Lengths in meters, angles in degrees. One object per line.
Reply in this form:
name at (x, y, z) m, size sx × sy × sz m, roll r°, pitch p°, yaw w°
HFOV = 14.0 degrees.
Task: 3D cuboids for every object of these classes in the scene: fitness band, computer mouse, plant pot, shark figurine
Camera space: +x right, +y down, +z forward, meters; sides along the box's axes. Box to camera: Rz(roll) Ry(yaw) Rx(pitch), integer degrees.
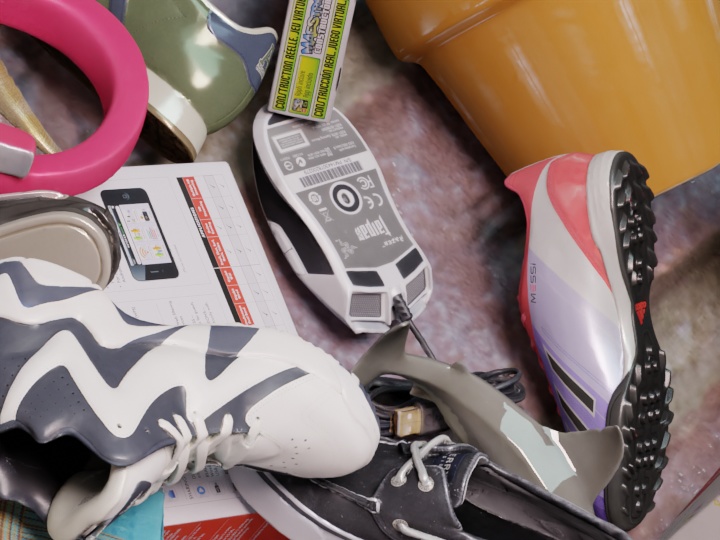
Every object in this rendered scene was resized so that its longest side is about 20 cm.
fitness band at (-0.197, -0.101, 1.389) m, size 0.199 × 0.037 × 0.144 m, roll 19°, pitch 39°, yaw -10°
computer mouse at (0.000, 0.000, 1.535) m, size 0.109 × 0.044 × 0.200 m, roll -17°, pitch 72°, yaw -40°
plant pot at (0.126, -0.125, 1.621) m, size 0.200 × 0.200 × 0.184 m, roll -26°, pitch 90°, yaw -43°
shark figurine at (0.081, 0.086, 1.464) m, size 0.215 × 0.089 × 0.128 m, roll 53°, pitch 37°, yaw -17°

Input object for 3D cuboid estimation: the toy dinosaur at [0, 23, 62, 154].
toy dinosaur at (-0.214, -0.120, 1.450) m, size 0.101 × 0.058 × 0.200 m, roll -19°, pitch 54°, yaw -23°

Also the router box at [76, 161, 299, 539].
router box at (-0.115, 0.045, 1.419) m, size 0.179 × 0.049 × 0.200 m, roll -4°, pitch 60°, yaw -35°

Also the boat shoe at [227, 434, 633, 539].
boat shoe at (0.036, 0.108, 1.366) m, size 0.200 × 0.068 × 0.072 m, roll 27°, pitch 41°, yaw 6°

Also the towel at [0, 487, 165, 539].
towel at (-0.171, 0.112, 1.254) m, size 0.200 × 0.022 × 0.147 m, roll 23°, pitch 31°, yaw -19°

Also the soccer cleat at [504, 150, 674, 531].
soccer cleat at (0.119, 0.038, 1.549) m, size 0.068 × 0.073 × 0.201 m, roll -11°, pitch 97°, yaw -62°

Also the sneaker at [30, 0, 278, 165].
sneaker at (-0.128, -0.149, 1.514) m, size 0.200 × 0.067 × 0.090 m, roll 43°, pitch 74°, yaw 11°

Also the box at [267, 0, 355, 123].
box at (-0.015, -0.178, 1.575) m, size 0.035 × 0.110 × 0.200 m, roll 11°, pitch 34°, yaw -3°

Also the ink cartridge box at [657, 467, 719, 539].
ink cartridge box at (0.238, 0.101, 1.504) m, size 0.067 × 0.200 × 0.116 m, roll 45°, pitch 45°, yaw 3°

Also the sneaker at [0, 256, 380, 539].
sneaker at (-0.088, 0.081, 1.280) m, size 0.199 × 0.080 × 0.130 m, roll 24°, pitch 43°, yaw -20°

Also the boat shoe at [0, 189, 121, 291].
boat shoe at (-0.207, 0.003, 1.346) m, size 0.199 × 0.067 × 0.057 m, roll -8°, pitch 15°, yaw 4°
